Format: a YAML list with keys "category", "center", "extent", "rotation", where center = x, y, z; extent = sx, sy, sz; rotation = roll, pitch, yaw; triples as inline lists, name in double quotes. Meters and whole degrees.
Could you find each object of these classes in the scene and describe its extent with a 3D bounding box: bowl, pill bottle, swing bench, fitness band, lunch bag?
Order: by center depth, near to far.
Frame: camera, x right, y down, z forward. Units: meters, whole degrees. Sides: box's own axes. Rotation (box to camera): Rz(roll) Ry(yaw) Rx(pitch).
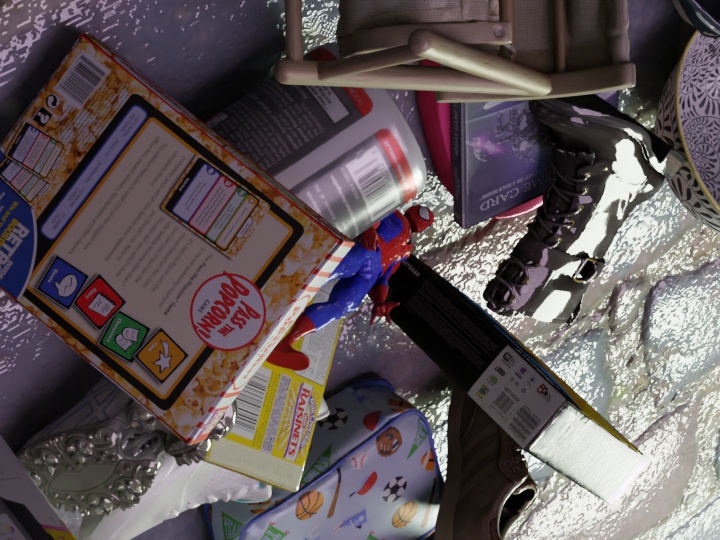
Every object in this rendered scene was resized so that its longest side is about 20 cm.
- category: "swing bench"
  center: [0.058, -0.208, 1.042]
  extent: [0.199, 0.129, 0.200]
  rotation: [1, 86, -45]
- category: "pill bottle"
  center: [-0.067, -0.047, 1.116]
  extent: [0.200, 0.116, 0.116]
  rotation: [-34, 138, -8]
- category: "fitness band"
  center: [0.112, -0.125, 1.284]
  extent: [0.143, 0.037, 0.200]
  rotation: [-36, 137, -15]
- category: "lunch bag"
  center: [-0.028, 0.190, 1.366]
  extent: [0.200, 0.076, 0.161]
  rotation: [-31, 133, -20]
- category: "bowl"
  center: [0.303, -0.100, 1.405]
  extent: [0.200, 0.202, 0.094]
  rotation: [-17, 174, -32]

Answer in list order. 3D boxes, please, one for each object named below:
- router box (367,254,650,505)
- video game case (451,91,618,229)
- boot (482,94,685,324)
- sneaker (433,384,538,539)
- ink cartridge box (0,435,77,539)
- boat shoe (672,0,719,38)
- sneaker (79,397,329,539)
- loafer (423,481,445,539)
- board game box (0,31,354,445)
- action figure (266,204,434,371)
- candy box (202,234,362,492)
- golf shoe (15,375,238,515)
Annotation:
- category: "router box"
  center: [0.110, 0.080, 1.315]
  extent: [0.051, 0.200, 0.149]
  rotation: [-49, 141, 4]
- category: "video game case"
  center: [0.127, -0.136, 1.250]
  extent: [0.142, 0.019, 0.201]
  rotation: [-24, 135, -22]
- category: "boot"
  center: [0.146, -0.040, 1.278]
  extent: [0.200, 0.069, 0.174]
  rotation: [23, 106, -49]
- category: "sneaker"
  center: [0.107, 0.163, 1.392]
  extent: [0.075, 0.201, 0.071]
  rotation: [-2, 141, 15]
- category: "ink cartridge box"
  center: [-0.236, 0.220, 1.111]
  extent: [0.085, 0.200, 0.148]
  rotation: [-5, 124, -39]
- category: "boat shoe"
  center: [0.238, -0.242, 1.273]
  extent: [0.075, 0.062, 0.200]
  rotation: [-37, 128, -5]
- category: "sneaker"
  center: [-0.106, 0.142, 1.243]
  extent: [0.200, 0.075, 0.089]
  rotation: [-42, 106, -9]
- category: "loafer"
  center: [0.059, 0.256, 1.420]
  extent: [0.072, 0.200, 0.073]
  rotation: [-27, 113, 15]
- category: "board game box"
  center: [-0.128, -0.019, 1.031]
  extent: [0.152, 0.200, 0.046]
  rotation: [-52, 173, 4]
- category: "action figure"
  center: [0.000, 0.000, 1.207]
  extent: [0.200, 0.051, 0.066]
  rotation: [-45, 132, -52]
- category: "candy box"
  center: [-0.055, 0.044, 1.207]
  extent: [0.102, 0.026, 0.201]
  rotation: [30, 71, -51]
- category: "golf shoe"
  center: [-0.151, 0.096, 1.168]
  extent: [0.200, 0.097, 0.078]
  rotation: [-27, 122, 31]
